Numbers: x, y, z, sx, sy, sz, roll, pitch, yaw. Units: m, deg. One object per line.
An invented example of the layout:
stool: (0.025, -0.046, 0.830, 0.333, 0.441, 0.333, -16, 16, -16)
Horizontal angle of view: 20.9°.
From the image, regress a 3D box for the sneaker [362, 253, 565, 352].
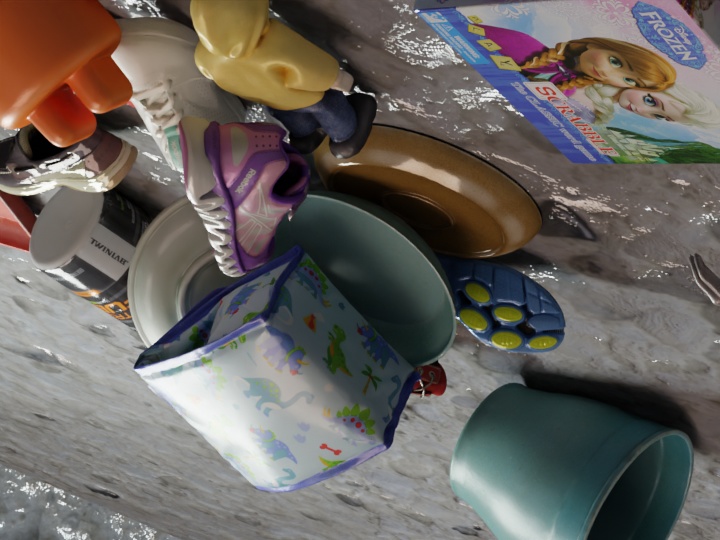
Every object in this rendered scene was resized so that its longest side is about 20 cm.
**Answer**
sneaker: (0.091, 0.016, 1.712, 0.200, 0.071, 0.083, 18, -169, 23)

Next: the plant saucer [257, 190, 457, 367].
plant saucer: (0.000, 0.000, 1.656, 0.200, 0.036, 0.200, 23, 143, 18)

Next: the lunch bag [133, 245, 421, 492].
lunch bag: (-0.078, 0.098, 1.686, 0.200, 0.127, 0.170, -31, 109, 36)

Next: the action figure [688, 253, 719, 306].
action figure: (0.315, -0.014, 1.271, 0.193, 0.105, 0.200, -19, 164, 7)

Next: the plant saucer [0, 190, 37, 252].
plant saucer: (-0.436, -0.092, 2.030, 0.200, 0.037, 0.200, 16, 161, 17)

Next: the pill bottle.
pill bottle: (-0.223, -0.002, 1.940, 0.106, 0.106, 0.200, 1, 153, 47)

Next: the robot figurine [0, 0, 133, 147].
robot figurine: (-0.254, -0.182, 1.402, 0.200, 0.117, 0.144, 50, 144, -3)

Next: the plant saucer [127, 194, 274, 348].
plant saucer: (-0.110, 0.022, 1.749, 0.200, 0.200, 0.050, 25, -166, -11)

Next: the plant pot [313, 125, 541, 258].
plant pot: (0.051, -0.058, 1.607, 0.200, 0.027, 0.200, 18, 161, 6)

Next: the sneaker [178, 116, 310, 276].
sneaker: (-0.079, -0.057, 1.493, 0.088, 0.081, 0.200, -11, 157, 2)

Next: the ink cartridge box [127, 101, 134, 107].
ink cartridge box: (-0.246, -0.174, 1.581, 0.200, 0.050, 0.161, 28, 160, -14)

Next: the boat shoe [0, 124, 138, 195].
boat shoe: (-0.283, -0.111, 1.769, 0.200, 0.072, 0.065, 6, 144, 47)

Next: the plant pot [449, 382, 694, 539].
plant pot: (0.201, 0.209, 1.956, 0.188, 0.200, 0.200, 28, 167, 32)

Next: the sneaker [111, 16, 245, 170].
sneaker: (-0.143, -0.124, 1.518, 0.075, 0.089, 0.200, -10, 153, 22)

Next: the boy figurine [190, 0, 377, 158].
boy figurine: (-0.070, -0.153, 1.418, 0.124, 0.064, 0.200, 8, 156, 36)

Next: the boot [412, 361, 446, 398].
boot: (0.020, 0.111, 1.902, 0.144, 0.200, 0.072, 25, 121, -11)

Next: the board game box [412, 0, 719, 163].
board game box: (0.169, -0.133, 1.245, 0.199, 0.041, 0.200, 2, 154, 44)
